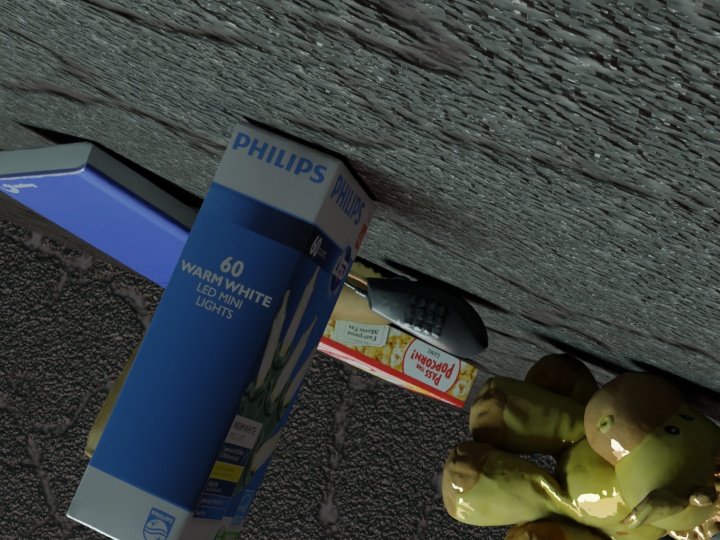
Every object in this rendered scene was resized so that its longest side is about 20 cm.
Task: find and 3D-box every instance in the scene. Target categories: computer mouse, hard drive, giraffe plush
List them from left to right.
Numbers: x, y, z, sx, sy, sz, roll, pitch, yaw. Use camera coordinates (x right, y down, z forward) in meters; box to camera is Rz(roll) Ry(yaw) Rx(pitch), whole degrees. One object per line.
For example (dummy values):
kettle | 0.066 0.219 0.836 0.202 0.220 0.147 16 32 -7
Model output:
hard drive | -0.174 -0.036 1.210 0.131 0.026 0.200 0 154 44
computer mouse | 0.000 0.000 1.067 0.199 0.034 0.059 28 -168 8
giraffe plush | 0.176 0.132 1.044 0.199 0.173 0.162 34 152 -7

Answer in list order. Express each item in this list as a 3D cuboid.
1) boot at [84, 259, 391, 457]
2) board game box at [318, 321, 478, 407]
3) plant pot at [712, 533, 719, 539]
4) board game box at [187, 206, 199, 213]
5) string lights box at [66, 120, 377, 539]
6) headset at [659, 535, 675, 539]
boot | -0.077 0.071 1.129 0.174 0.201 0.066 23 175 -1
board game box | -0.001 0.071 1.602 0.199 0.047 0.151 26 174 -23
plant pot | 0.274 0.255 1.484 0.199 0.135 0.200 22 -168 -5
board game box | -0.195 -0.052 1.342 0.134 0.029 0.200 26 174 -21
string lights box | -0.064 0.039 0.775 0.059 0.201 0.103 22 175 14
headset | 0.278 0.201 1.326 0.199 0.124 0.094 30 173 -9
